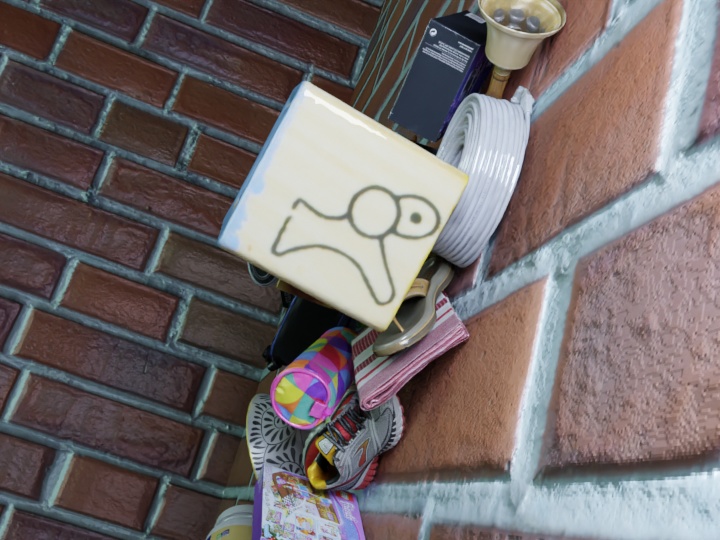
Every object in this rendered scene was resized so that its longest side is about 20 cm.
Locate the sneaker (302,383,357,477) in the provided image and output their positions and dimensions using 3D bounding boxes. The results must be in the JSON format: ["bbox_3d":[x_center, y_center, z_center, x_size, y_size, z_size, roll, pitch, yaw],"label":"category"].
[{"bbox_3d":[-0.030,0.250,1.128,0.085,0.076,0.201,-96,26,-58],"label":"sneaker"}]

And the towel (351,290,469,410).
[{"bbox_3d":[0.051,0.082,0.954,0.144,0.023,0.200,-38,14,6],"label":"towel"}]

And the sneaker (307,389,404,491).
[{"bbox_3d":[-0.007,0.209,0.995,0.078,0.082,0.201,52,132,41],"label":"sneaker"}]

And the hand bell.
[{"bbox_3d":[0.171,-0.237,0.990,0.201,0.103,0.105,103,179,-49],"label":"hand bell"}]

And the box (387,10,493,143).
[{"bbox_3d":[0.125,-0.271,1.105,0.142,0.079,0.200,-63,-9,28],"label":"box"}]

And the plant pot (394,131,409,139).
[{"bbox_3d":[0.011,-0.126,1.355,0.196,0.199,0.201,-47,23,48],"label":"plant pot"}]

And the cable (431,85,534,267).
[{"bbox_3d":[0.129,-0.108,0.947,0.200,0.069,0.201,120,166,-47],"label":"cable"}]

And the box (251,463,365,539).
[{"bbox_3d":[-0.065,0.316,0.990,0.200,0.136,0.039,-118,50,-78],"label":"box"}]

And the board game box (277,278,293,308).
[{"bbox_3d":[-0.099,-0.051,1.223,0.201,0.028,0.136,88,-166,-55],"label":"board game box"}]

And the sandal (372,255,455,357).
[{"bbox_3d":[0.055,0.033,0.937,0.080,0.054,0.200,-30,17,37],"label":"sandal"}]

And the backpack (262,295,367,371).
[{"bbox_3d":[-0.030,0.070,1.227,0.184,0.146,0.200,-66,-8,18],"label":"backpack"}]

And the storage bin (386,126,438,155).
[{"bbox_3d":[0.042,-0.116,1.144,0.135,0.199,0.146,-103,32,-53],"label":"storage bin"}]

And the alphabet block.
[{"bbox_3d":[-0.027,-0.076,0.894,0.196,0.199,0.196,-60,12,7],"label":"alphabet block"}]

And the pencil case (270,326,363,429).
[{"bbox_3d":[-0.046,0.135,1.044,0.089,0.088,0.200,-67,-11,18],"label":"pencil case"}]

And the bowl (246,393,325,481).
[{"bbox_3d":[-0.092,0.277,1.261,0.094,0.202,0.201,-20,26,12],"label":"bowl"}]

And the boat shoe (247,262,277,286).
[{"bbox_3d":[-0.141,-0.067,1.234,0.068,0.071,0.201,-47,-27,-73],"label":"boat shoe"}]

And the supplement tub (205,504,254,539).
[{"bbox_3d":[-0.205,0.517,1.363,0.200,0.144,0.146,-88,20,-61],"label":"supplement tub"}]

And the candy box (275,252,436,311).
[{"bbox_3d":[0.000,0.000,1.069,0.056,0.199,0.117,-101,32,-79],"label":"candy box"}]
